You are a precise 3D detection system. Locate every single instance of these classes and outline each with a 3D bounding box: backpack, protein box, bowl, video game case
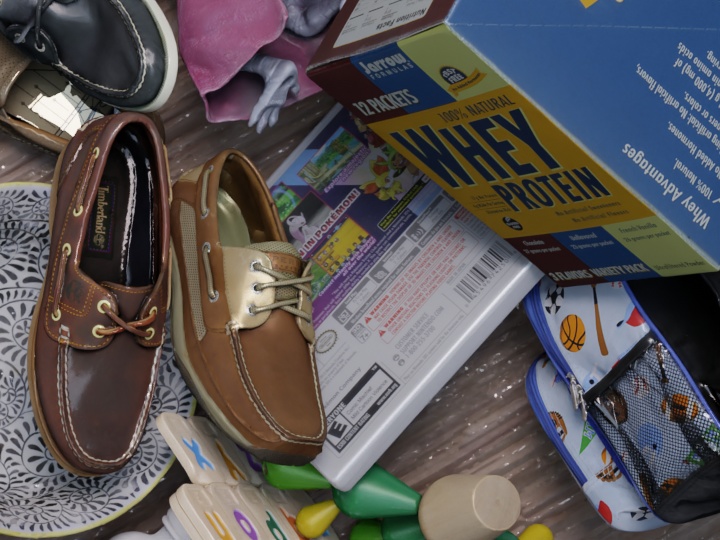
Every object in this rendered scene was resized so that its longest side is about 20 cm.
[{"bbox_3d":[0.187,0.049,1.106,0.154,0.200,0.191,-38,68,32],"label":"backpack"},{"bbox_3d":[0.119,-0.131,0.986,0.198,0.135,0.200,38,68,-22],"label":"protein box"},{"bbox_3d":[-0.202,0.056,1.097,0.200,0.094,0.201,7,77,-30],"label":"bowl"},{"bbox_3d":[0.000,0.000,1.110,0.200,0.023,0.182,-48,55,-1],"label":"video game case"}]

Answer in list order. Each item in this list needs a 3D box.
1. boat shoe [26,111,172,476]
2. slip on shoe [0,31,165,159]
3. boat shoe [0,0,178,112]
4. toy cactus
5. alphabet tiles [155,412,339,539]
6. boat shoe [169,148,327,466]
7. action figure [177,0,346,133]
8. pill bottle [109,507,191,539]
[{"bbox_3d":[-0.140,0.012,1.046,0.070,0.070,0.201,3,82,-31],"label":"boat shoe"},{"bbox_3d":[-0.206,-0.115,1.121,0.200,0.061,0.076,34,89,-6],"label":"slip on shoe"},{"bbox_3d":[-0.179,-0.154,1.067,0.199,0.066,0.075,48,120,30],"label":"boat shoe"},{"bbox_3d":[0.046,0.142,1.110,0.200,0.165,0.102,39,63,-11],"label":"toy cactus"},{"bbox_3d":[-0.043,0.163,1.071,0.015,0.200,0.196,-39,74,9],"label":"alphabet tiles"},{"bbox_3d":[-0.064,0.013,1.063,0.076,0.200,0.074,10,133,-41],"label":"boat shoe"},{"bbox_3d":[-0.088,-0.176,1.080,0.134,0.149,0.200,-21,56,-30],"label":"action figure"},{"bbox_3d":[-0.138,0.228,1.114,0.112,0.112,0.200,44,88,-5],"label":"pill bottle"}]
